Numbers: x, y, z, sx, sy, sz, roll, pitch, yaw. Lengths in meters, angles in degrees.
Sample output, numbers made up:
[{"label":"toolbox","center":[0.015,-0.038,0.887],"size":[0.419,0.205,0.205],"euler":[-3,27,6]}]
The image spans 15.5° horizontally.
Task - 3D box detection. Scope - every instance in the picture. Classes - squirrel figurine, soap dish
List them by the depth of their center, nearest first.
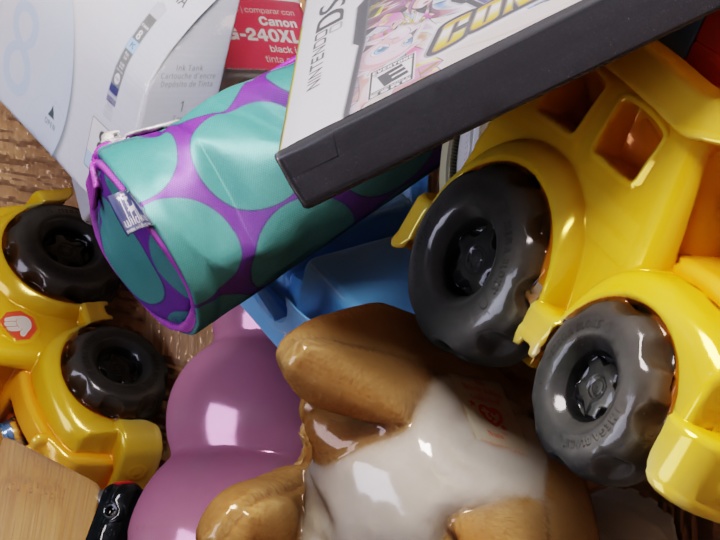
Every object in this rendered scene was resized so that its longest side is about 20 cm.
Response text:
[{"label":"squirrel figurine","center":[0.003,0.111,1.032],"size":[0.142,0.200,0.187],"euler":[45,119,8]},{"label":"soap dish","center":[-0.175,0.213,1.424],"size":[0.201,0.081,0.158],"euler":[87,-174,-49]}]

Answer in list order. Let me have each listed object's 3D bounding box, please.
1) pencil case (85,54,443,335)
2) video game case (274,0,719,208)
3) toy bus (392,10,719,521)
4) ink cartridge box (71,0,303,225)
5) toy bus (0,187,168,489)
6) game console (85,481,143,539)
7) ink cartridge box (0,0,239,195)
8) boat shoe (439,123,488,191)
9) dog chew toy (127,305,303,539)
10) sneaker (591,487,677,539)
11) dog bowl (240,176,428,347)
[{"label":"pencil case","center":[-0.021,-0.061,1.133],"size":[0.093,0.200,0.085],"euler":[56,166,2]},{"label":"video game case","center":[0.065,-0.110,0.953],"size":[0.026,0.199,0.181],"euler":[58,-164,-21]},{"label":"toy bus","center":[0.133,-0.022,0.943],"size":[0.193,0.135,0.200],"euler":[-61,39,15]},{"label":"ink cartridge box","center":[-0.108,-0.146,1.387],"size":[0.145,0.083,0.201],"euler":[-49,50,48]},{"label":"toy bus","center":[-0.223,0.060,1.486],"size":[0.136,0.191,0.201],"euler":[-59,45,40]},{"label":"game console","center":[-0.128,0.225,1.329],"size":[0.177,0.031,0.201],"euler":[73,-148,-62]},{"label":"ink cartridge box","center":[-0.116,-0.145,1.277],"size":[0.160,0.047,0.201],"euler":[44,129,47]},{"label":"boat shoe","center":[0.079,-0.066,1.081],"size":[0.068,0.074,0.201],"euler":[174,95,-65]},{"label":"dog chew toy","center":[-0.040,0.085,1.250],"size":[0.124,0.124,0.201],"euler":[-17,60,58]},{"label":"sneaker","center":[0.059,0.127,1.116],"size":[0.200,0.080,0.077],"euler":[-2,87,58]},{"label":"dog bowl","center":[0.000,0.000,1.191],"size":[0.200,0.111,0.050],"euler":[46,145,49]}]
